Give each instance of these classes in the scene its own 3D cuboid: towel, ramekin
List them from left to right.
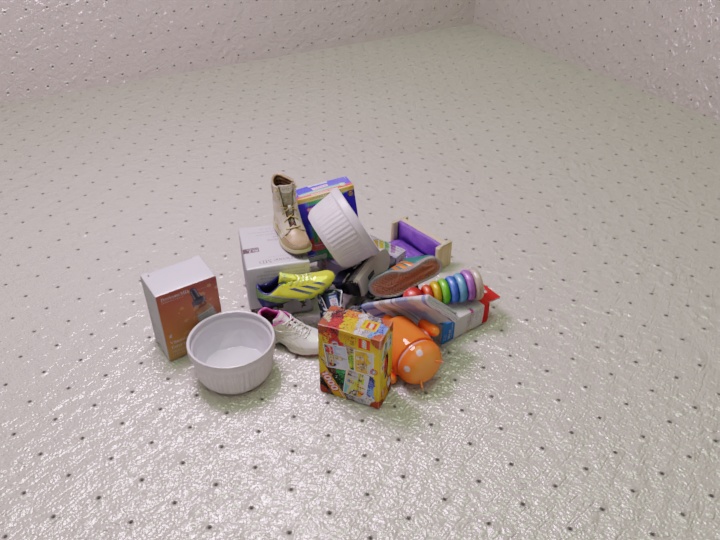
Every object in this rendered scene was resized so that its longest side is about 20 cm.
[{"bbox_3d":[-0.296,0.195,1.512,0.200,0.105,0.200,1,35,0],"label":"ramekin"},{"bbox_3d":[-0.048,-0.103,1.674,0.105,0.200,0.200,-33,40,3],"label":"ramekin"},{"bbox_3d":[0.119,0.101,1.558,0.200,0.147,0.024,-10,61,38],"label":"towel"}]

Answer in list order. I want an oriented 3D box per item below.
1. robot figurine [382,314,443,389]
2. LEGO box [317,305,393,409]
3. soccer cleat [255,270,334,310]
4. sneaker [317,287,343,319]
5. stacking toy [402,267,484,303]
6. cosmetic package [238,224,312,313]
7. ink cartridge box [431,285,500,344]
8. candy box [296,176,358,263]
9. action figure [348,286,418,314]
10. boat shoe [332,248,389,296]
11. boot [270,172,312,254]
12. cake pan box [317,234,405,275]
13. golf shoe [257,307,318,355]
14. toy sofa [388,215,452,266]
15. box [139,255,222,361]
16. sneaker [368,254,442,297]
[{"bbox_3d":[0.111,0.183,1.518,0.144,0.117,0.200,-20,41,-25],"label":"robot figurine"},{"bbox_3d":[-0.011,0.191,1.437,0.149,0.200,0.077,13,37,19],"label":"LEGO box"},{"bbox_3d":[-0.162,0.035,1.608,0.200,0.084,0.065,-19,27,2],"label":"soccer cleat"},{"bbox_3d":[-0.056,0.122,1.609,0.070,0.109,0.200,-14,38,-18],"label":"sneaker"},{"bbox_3d":[0.202,0.053,1.627,0.200,0.085,0.085,-13,37,-7],"label":"stacking toy"},{"bbox_3d":[-0.228,-0.003,1.734,0.165,0.165,0.200,-9,37,-12],"label":"cosmetic package"},{"bbox_3d":[0.249,0.099,1.678,0.200,0.067,0.116,-22,42,-27],"label":"ink cartridge box"},{"bbox_3d":[-0.092,-0.140,1.805,0.169,0.200,0.077,-18,31,-14],"label":"candy box"},{"bbox_3d":[0.062,0.084,1.699,0.200,0.069,0.130,-11,40,-12],"label":"action figure"},{"bbox_3d":[0.000,0.000,1.740,0.093,0.075,0.200,1,28,30],"label":"boat shoe"},{"bbox_3d":[-0.180,-0.146,1.659,0.072,0.155,0.200,-13,38,-20],"label":"boot"},{"bbox_3d":[0.006,-0.032,1.874,0.200,0.052,0.184,27,46,31],"label":"cake pan box"},{"bbox_3d":[-0.168,0.146,1.585,0.200,0.092,0.075,13,49,17],"label":"golf shoe"},{"bbox_3d":[0.165,-0.075,1.907,0.098,0.083,0.200,-25,43,-33],"label":"toy sofa"},{"bbox_3d":[-0.426,0.091,1.575,0.152,0.200,0.106,-22,41,-26],"label":"box"},{"bbox_3d":[0.110,0.013,1.689,0.200,0.071,0.080,-20,15,-8],"label":"sneaker"}]
